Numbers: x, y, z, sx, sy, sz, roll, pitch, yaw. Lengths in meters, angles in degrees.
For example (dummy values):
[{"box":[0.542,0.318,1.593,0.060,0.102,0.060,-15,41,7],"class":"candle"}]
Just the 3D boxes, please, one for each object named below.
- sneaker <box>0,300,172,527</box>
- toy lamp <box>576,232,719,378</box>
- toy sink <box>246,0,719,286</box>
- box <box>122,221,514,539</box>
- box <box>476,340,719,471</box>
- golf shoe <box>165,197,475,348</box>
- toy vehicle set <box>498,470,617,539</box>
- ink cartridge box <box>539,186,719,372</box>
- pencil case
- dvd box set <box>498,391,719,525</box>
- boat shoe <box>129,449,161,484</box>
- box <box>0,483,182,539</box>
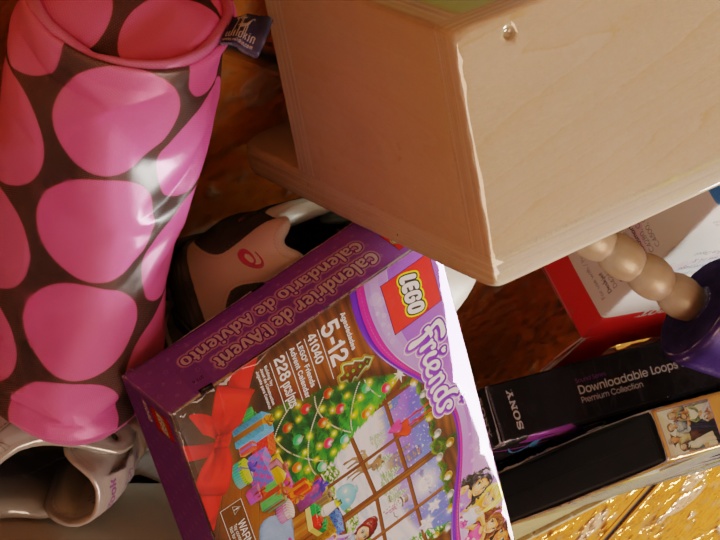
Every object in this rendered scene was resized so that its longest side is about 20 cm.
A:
[{"box":[-0.112,0.066,1.107,0.199,0.100,0.075,-17,142,-36],"class":"sneaker"},{"box":[0.118,-0.009,1.199,0.199,0.058,0.058,31,110,-20],"class":"toy lamp"},{"box":[0.042,-0.091,1.039,0.130,0.200,0.113,-23,116,-24],"class":"toy sink"},{"box":[-0.010,0.088,1.082,0.136,0.039,0.201,-35,132,-21],"class":"box"},{"box":[0.125,0.070,1.355,0.199,0.036,0.143,-14,169,-26],"class":"box"},{"box":[0.000,0.000,1.133,0.088,0.078,0.199,-29,169,41],"class":"golf shoe"},{"box":[0.034,0.143,1.390,0.199,0.027,0.124,-8,162,-43],"class":"toy vehicle set"},{"box":[0.167,-0.031,1.295,0.116,0.068,0.200,-9,152,-41],"class":"ink cartridge box"},{"box":[-0.098,-0.030,1.004,0.094,0.090,0.201,-54,166,-50],"class":"pencil case"},{"box":[0.173,0.087,1.341,0.199,0.030,0.146,-11,168,-40],"class":"dvd box set"},{"box":[-0.098,0.094,1.188,0.199,0.070,0.071,-22,145,-27],"class":"boat shoe"},{"box":[-0.157,0.139,1.093,0.199,0.068,0.083,1,111,-26],"class":"box"}]
